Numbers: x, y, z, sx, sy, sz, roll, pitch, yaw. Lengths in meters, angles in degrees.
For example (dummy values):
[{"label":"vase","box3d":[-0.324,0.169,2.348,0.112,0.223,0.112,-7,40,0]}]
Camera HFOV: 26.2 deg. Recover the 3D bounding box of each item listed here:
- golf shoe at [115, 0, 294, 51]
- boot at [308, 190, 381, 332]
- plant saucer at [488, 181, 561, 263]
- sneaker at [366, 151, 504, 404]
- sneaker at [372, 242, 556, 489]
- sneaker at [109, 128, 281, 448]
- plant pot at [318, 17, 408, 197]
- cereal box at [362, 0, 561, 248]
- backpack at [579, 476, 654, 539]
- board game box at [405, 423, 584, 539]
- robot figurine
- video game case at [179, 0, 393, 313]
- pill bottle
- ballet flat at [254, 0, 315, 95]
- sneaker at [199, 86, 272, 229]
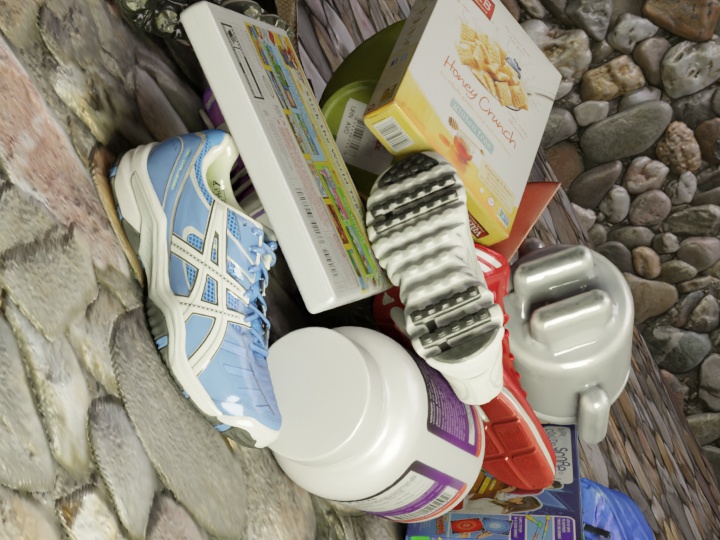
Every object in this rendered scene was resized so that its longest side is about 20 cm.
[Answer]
[{"label":"golf shoe","box3d":[-0.140,-0.206,1.148,0.088,0.077,0.200,35,-4,45]},{"label":"boot","box3d":[0.000,0.000,1.235,0.200,0.065,0.177,-64,155,-71]},{"label":"plant saucer","box3d":[0.088,0.012,1.302,0.037,0.201,0.200,34,-5,3]},{"label":"sneaker","box3d":[0.054,0.004,1.065,0.081,0.074,0.202,61,13,-50]},{"label":"sneaker","box3d":[0.103,0.059,1.156,0.201,0.078,0.116,56,51,-19]},{"label":"sneaker","box3d":[-0.085,0.007,0.925,0.202,0.076,0.076,69,13,10]},{"label":"plant pot","box3d":[0.034,-0.116,1.290,0.189,0.186,0.200,64,20,-1]},{"label":"cereal box","box3d":[0.084,-0.134,1.198,0.144,0.039,0.201,46,43,-24]},{"label":"backpack","box3d":[0.185,0.274,1.294,0.168,0.161,0.202,36,32,-57]},{"label":"board game box","box3d":[0.109,0.178,1.230,0.200,0.134,0.035,-71,161,-69]},{"label":"robot figurine","box3d":[0.165,0.054,1.260,0.201,0.112,0.171,74,2,-62]},{"label":"video game case","box3d":[-0.043,-0.073,1.016,0.202,0.023,0.182,66,13,3]},{"label":"pill bottle","box3d":[0.004,0.100,1.024,0.200,0.111,0.112,37,31,-63]},{"label":"ballet flat","box3d":[-0.083,-0.199,1.355,0.046,0.067,0.202,8,55,-34]},{"label":"sneaker","box3d":[-0.085,-0.078,1.119,0.115,0.072,0.201,53,10,-10]}]
